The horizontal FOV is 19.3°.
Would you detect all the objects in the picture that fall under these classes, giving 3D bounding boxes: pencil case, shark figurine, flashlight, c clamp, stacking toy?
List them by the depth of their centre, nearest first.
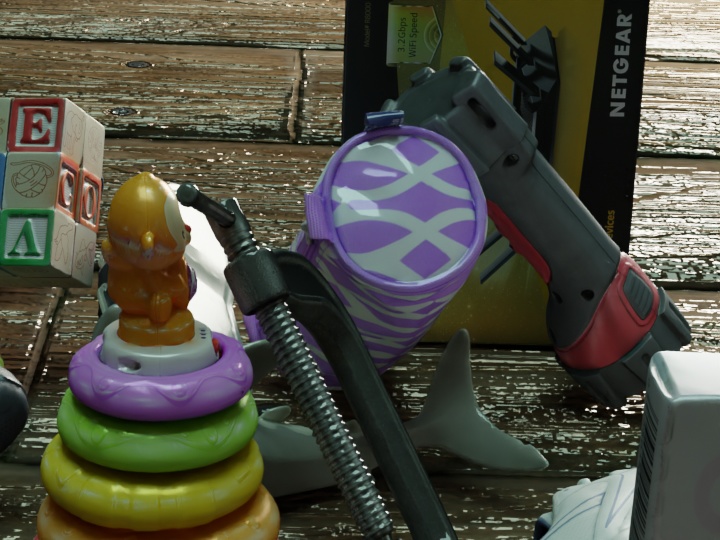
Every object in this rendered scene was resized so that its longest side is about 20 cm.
[{"bbox_3d":[-0.078,0.058,0.808,0.109,0.201,0.116,1,20,-3],"label":"stacking toy"},{"bbox_3d":[-0.010,0.060,0.835,0.027,0.200,0.171,-28,-4,10],"label":"c clamp"},{"bbox_3d":[-0.035,0.089,0.943,0.214,0.128,0.090,11,41,-30],"label":"shark figurine"},{"bbox_3d":[0.000,0.000,1.007,0.085,0.084,0.200,-15,-15,-14],"label":"pencil case"},{"bbox_3d":[0.084,-0.017,1.039,0.068,0.200,0.068,-42,28,3],"label":"flashlight"}]

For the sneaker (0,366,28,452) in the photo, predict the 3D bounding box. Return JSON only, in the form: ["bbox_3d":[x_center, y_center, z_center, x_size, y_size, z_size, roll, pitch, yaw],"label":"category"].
[{"bbox_3d":[-0.206,0.108,0.872,0.200,0.075,0.087,-27,49,-36],"label":"sneaker"}]

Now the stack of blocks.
[{"bbox_3d":[-0.237,-0.025,1.080,0.199,0.116,0.059,0,-11,14],"label":"stack of blocks"}]

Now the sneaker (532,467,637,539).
[{"bbox_3d":[0.125,0.106,0.891,0.087,0.075,0.200,12,22,37],"label":"sneaker"}]

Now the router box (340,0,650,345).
[{"bbox_3d":[0.067,-0.061,1.131,0.157,0.201,0.052,1,20,-1],"label":"router box"}]

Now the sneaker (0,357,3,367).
[{"bbox_3d":[-0.243,0.044,0.959,0.076,0.105,0.200,13,23,27],"label":"sneaker"}]

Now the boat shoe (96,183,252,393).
[{"bbox_3d":[-0.102,0.032,1.066,0.074,0.060,0.200,39,23,-30],"label":"boat shoe"}]

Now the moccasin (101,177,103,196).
[{"bbox_3d":[-0.204,-0.036,1.197,0.068,0.081,0.200,-4,20,16],"label":"moccasin"}]

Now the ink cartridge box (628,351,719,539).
[{"bbox_3d":[0.194,0.110,0.754,0.199,0.163,0.057,3,23,1],"label":"ink cartridge box"}]
